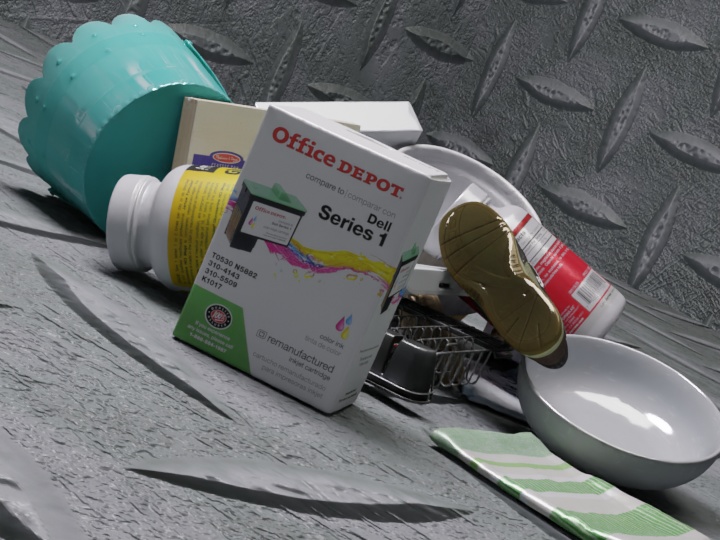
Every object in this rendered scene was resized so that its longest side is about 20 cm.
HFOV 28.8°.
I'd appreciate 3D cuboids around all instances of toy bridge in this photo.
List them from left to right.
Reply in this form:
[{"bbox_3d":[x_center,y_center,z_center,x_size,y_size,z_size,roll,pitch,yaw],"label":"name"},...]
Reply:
[{"bbox_3d":[0.068,0.054,1.445,0.027,0.067,0.200,-9,15,-8],"label":"toy bridge"}]

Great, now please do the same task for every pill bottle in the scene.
[{"bbox_3d":[-0.112,-0.033,1.217,0.199,0.113,0.112,6,5,10],"label":"pill bottle"},{"bbox_3d":[0.162,0.007,1.430,0.200,0.112,0.112,41,10,4],"label":"pill bottle"}]

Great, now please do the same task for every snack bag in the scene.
[{"bbox_3d":[0.179,0.131,1.437,0.199,0.021,0.189,22,9,-11],"label":"snack bag"}]

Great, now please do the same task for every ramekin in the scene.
[{"bbox_3d":[0.097,-0.040,1.592,0.200,0.105,0.200,21,34,-15],"label":"ramekin"}]

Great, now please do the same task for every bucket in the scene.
[{"bbox_3d":[-0.218,-0.132,1.379,0.207,0.208,0.135,16,21,-45],"label":"bucket"}]

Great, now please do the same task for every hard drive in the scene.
[{"bbox_3d":[0.000,0.000,1.382,0.199,0.026,0.132,8,2,35],"label":"hard drive"}]

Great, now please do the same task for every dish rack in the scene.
[{"bbox_3d":[0.044,0.064,1.286,0.153,0.055,0.200,26,13,30],"label":"dish rack"}]

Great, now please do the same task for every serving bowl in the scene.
[{"bbox_3d":[0.232,0.139,1.293,0.199,0.066,0.200,15,27,-8],"label":"serving bowl"}]

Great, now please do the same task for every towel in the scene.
[{"bbox_3d":[0.171,0.177,1.109,0.200,0.023,0.152,31,11,37],"label":"towel"}]

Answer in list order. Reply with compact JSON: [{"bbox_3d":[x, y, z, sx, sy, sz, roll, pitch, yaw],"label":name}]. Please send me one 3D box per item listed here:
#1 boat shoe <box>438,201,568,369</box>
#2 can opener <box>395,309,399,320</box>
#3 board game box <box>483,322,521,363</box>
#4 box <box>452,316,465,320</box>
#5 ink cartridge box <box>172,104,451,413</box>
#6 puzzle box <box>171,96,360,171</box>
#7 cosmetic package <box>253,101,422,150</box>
[{"bbox_3d":[0.134,0.017,1.314,0.201,0.072,0.066,60,1,43],"label":"boat shoe"},{"bbox_3d":[0.000,0.018,1.612,0.199,0.053,0.067,24,-24,0],"label":"can opener"},{"bbox_3d":[0.234,0.109,1.573,0.199,0.041,0.200,25,-1,10],"label":"board game box"},{"bbox_3d":[0.043,-0.026,1.749,0.200,0.021,0.164,16,47,-45],"label":"box"},{"bbox_3d":[-0.037,-0.012,1.100,0.144,0.201,0.084,25,8,12],"label":"ink cartridge box"},{"bbox_3d":[-0.094,-0.091,1.362,0.199,0.134,0.025,5,11,-40],"label":"puzzle box"},{"bbox_3d":[-0.048,-0.127,1.612,0.199,0.151,0.052,-4,53,-30],"label":"cosmetic package"}]
